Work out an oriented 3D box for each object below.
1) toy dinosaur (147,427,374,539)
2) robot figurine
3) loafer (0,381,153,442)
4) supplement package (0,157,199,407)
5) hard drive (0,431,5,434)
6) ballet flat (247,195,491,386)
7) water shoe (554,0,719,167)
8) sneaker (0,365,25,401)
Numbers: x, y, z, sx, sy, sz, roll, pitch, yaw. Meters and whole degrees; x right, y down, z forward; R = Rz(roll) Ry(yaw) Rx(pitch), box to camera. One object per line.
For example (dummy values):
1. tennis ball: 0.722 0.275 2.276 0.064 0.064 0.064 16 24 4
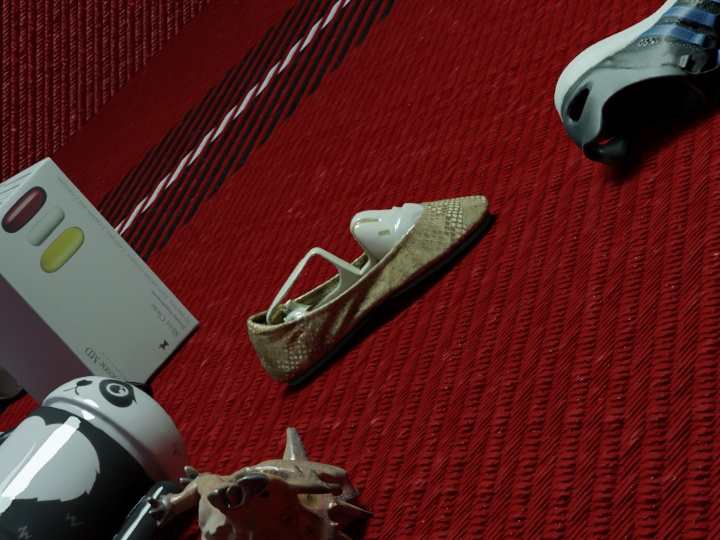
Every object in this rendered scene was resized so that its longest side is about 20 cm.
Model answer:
1. toy dinosaur: -0.040 0.136 1.255 0.135 0.086 0.200 -24 4 26
2. robot figurine: -0.203 0.162 1.518 0.200 0.150 0.125 -50 -8 -29
3. loafer: -0.217 0.139 1.757 0.073 0.073 0.200 -30 -3 30
4. supplement package: -0.271 0.023 1.987 0.111 0.200 0.156 -49 15 -28
5. hard drive: -0.389 0.207 2.130 0.132 0.025 0.200 -48 14 -19
6. ballet flat: 0.000 0.000 1.578 0.200 0.065 0.071 -40 13 7
7. water shoe: 0.218 -0.138 1.427 0.200 0.071 0.079 -37 42 16
8. sneaker: -0.374 0.077 2.380 0.202 0.077 0.146 -29 21 47
